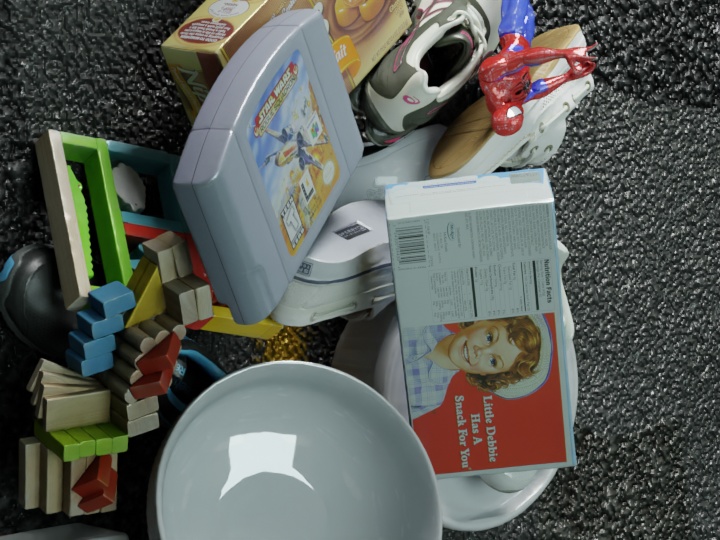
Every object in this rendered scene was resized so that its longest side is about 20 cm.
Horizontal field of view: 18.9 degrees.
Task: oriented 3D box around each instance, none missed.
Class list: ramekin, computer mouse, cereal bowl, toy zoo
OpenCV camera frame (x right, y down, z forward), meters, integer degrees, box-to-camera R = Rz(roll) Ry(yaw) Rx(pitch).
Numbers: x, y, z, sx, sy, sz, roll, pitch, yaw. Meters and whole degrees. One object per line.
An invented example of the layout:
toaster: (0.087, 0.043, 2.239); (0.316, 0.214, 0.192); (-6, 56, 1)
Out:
ramekin: (0.064, 0.091, 1.635); (0.201, 0.094, 0.204); (-2, 93, -39)
computer mouse: (0.054, -0.072, 1.650); (0.199, 0.044, 0.110); (-22, 107, -37)
cereal bowl: (-0.051, 0.166, 1.435); (0.199, 0.083, 0.202); (7, 70, -18)
toy zoo: (-0.124, -0.021, 1.479); (0.199, 0.020, 0.132); (11, 54, -39)

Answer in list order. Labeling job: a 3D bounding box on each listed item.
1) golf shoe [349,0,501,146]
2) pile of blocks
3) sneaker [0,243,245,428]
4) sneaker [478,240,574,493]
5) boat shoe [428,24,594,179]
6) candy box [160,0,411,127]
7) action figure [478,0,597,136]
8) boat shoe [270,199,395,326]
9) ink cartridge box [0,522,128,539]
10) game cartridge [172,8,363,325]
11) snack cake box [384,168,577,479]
golf shoe: (0.072, -0.169, 1.620); (0.077, 0.088, 0.200); (49, 54, -16)
pile of blocks: (-0.157, 0.071, 1.378); (0.082, 0.062, 0.201); (21, 94, -38)
sneaker: (-0.156, 0.045, 1.459); (0.200, 0.082, 0.074); (35, 74, -33)
sneaker: (0.112, 0.064, 1.563); (0.070, 0.080, 0.202); (-8, 99, -40)
boat shoe: (0.126, -0.110, 1.645); (0.200, 0.071, 0.070); (-47, 116, -37)
candy box: (-0.048, -0.167, 1.523); (0.200, 0.055, 0.116); (-50, 135, -34)
action figure: (0.139, -0.178, 1.584); (0.065, 0.098, 0.201); (66, 30, -49)
boat shoe: (0.000, 0.000, 1.539); (0.200, 0.071, 0.070); (-20, 134, -57)
ink cartridge box: (-0.213, 0.278, 1.434); (0.116, 0.067, 0.202); (-4, 94, -39)
game cartridge: (-0.058, -0.078, 1.420); (0.200, 0.041, 0.134); (-62, 147, -44)
snack cake box: (0.083, 0.038, 1.485); (0.114, 0.067, 0.201); (-6, 112, 1)
